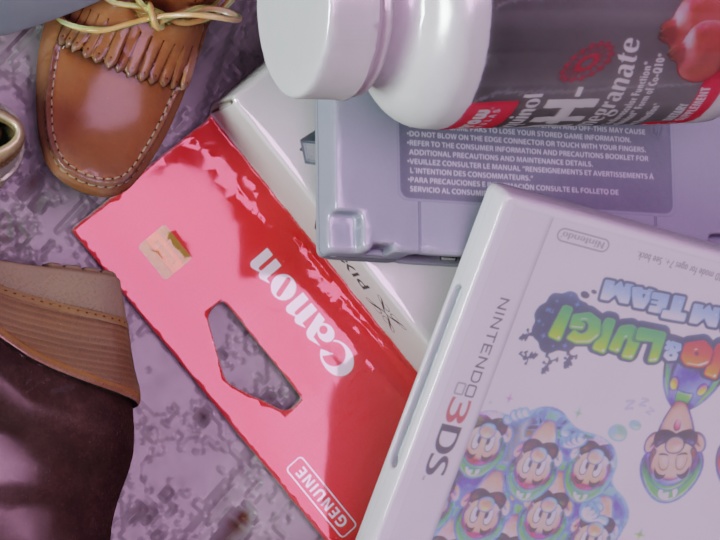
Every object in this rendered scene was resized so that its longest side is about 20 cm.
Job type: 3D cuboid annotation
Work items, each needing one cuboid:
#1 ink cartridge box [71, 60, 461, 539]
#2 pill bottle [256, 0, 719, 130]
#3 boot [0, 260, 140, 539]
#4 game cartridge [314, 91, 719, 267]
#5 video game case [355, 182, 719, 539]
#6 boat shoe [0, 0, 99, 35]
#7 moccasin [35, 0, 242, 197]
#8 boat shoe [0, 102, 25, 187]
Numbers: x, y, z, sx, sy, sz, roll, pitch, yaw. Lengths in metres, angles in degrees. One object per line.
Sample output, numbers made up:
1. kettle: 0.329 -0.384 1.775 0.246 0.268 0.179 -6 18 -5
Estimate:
1. ink cartridge box: 0.000 0.000 1.320 0.176 0.045 0.200 -42 98 -19
2. pill bottle: 0.062 -0.115 1.238 0.200 0.111 0.111 -2 86 -23
3. boot: -0.190 0.074 1.233 0.200 0.072 0.167 6 81 -22
4. game cartridge: 0.073 -0.066 1.313 0.200 0.040 0.134 4 84 -23
5. video game case: 0.115 0.069 1.316 0.200 0.024 0.182 15 103 -25
6. boat shoe: -0.199 -0.140 1.236 0.202 0.075 0.086 -11 80 8
7. moccasin: -0.088 -0.129 1.283 0.074 0.078 0.202 27 77 -11
8. boat shoe: -0.239 -0.051 1.227 0.200 0.076 0.072 -12 89 -19
